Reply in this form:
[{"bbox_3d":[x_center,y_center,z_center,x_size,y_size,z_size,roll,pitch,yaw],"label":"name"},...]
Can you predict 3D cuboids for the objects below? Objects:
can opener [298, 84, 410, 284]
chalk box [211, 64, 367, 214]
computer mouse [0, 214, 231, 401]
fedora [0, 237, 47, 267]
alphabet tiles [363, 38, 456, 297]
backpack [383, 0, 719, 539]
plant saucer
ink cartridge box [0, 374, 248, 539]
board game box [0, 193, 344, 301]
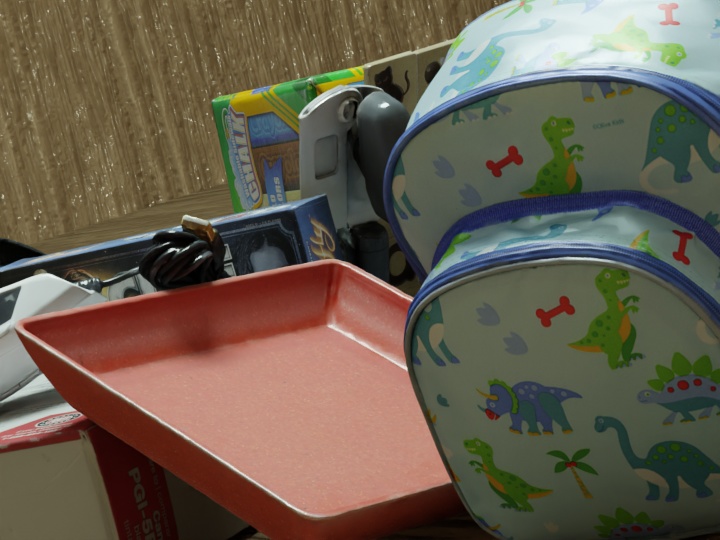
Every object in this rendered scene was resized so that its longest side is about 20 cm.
[{"bbox_3d":[0.000,0.000,1.440,0.053,0.201,0.067,-18,31,-31],"label":"can opener"},{"bbox_3d":[-0.004,-0.058,1.641,0.124,0.125,0.200,-14,6,-24],"label":"chalk box"},{"bbox_3d":[-0.152,0.033,1.294,0.199,0.044,0.110,-20,-15,-5],"label":"computer mouse"},{"bbox_3d":[-0.252,0.072,1.688,0.199,0.201,0.092,-16,40,-7],"label":"fedora"},{"bbox_3d":[0.044,-0.029,1.522,0.166,0.201,0.006,-19,29,-34],"label":"alphabet tiles"},{"bbox_3d":[0.102,0.001,1.062,0.182,0.201,0.147,-9,28,32],"label":"backpack"},{"bbox_3d":[-0.017,0.060,1.202,0.199,0.037,0.200,-11,30,-43],"label":"plant saucer"},{"bbox_3d":[-0.122,0.095,1.310,0.146,0.083,0.200,-11,8,30],"label":"ink cartridge box"},{"bbox_3d":[-0.090,0.046,1.432,0.199,0.136,0.035,-12,7,33],"label":"board game box"}]
